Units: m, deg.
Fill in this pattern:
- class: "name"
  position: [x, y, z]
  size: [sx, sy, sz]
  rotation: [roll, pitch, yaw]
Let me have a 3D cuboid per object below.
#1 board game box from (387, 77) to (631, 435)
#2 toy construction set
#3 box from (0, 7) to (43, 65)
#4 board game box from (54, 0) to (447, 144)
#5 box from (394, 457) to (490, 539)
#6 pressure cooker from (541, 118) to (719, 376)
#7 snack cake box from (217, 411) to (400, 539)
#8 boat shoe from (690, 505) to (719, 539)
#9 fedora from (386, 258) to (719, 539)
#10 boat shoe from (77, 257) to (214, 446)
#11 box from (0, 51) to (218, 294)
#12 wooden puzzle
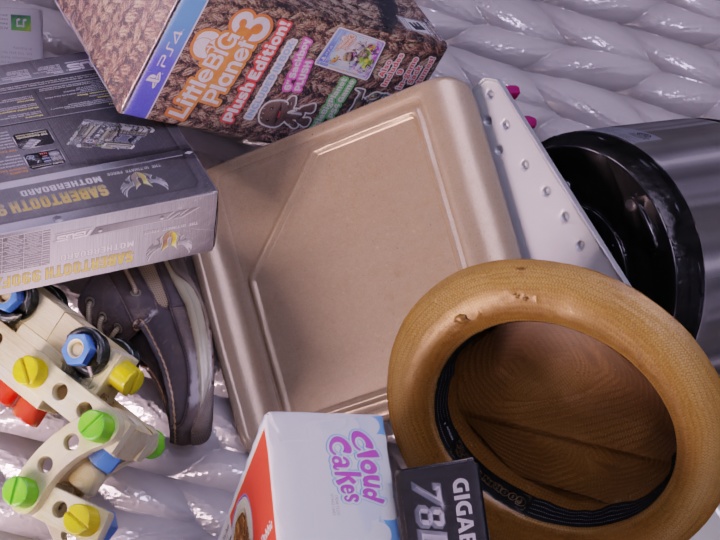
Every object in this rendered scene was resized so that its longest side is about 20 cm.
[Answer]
- class: "board game box"
  position: [0.073, 0.020, 1.372]
  size: [0.026, 0.200, 0.200]
  rotation: [-6, 59, -48]
- class: "toy construction set"
  position: [-0.198, 0.079, 1.313]
  size: [0.200, 0.092, 0.131]
  rotation: [33, 93, 13]
- class: "box"
  position: [-0.270, -0.081, 1.418]
  size: [0.144, 0.036, 0.200]
  rotation: [3, 58, -15]
- class: "board game box"
  position: [-0.075, -0.165, 1.423]
  size: [0.200, 0.097, 0.159]
  rotation: [9, 34, -38]
- class: "box"
  position: [0.059, 0.229, 1.196]
  size: [0.050, 0.199, 0.200]
  rotation: [-10, 61, 3]
- class: "pressure cooker"
  position: [0.194, -0.008, 1.417]
  size: [0.200, 0.179, 0.176]
  rotation: [-11, 58, -46]
- class: "snack cake box"
  position: [-0.032, 0.171, 1.238]
  size: [0.067, 0.200, 0.115]
  rotation: [1, 60, -13]
- class: "boat shoe"
  position: [0.201, 0.212, 1.320]
  size: [0.073, 0.062, 0.200]
  rotation: [-19, 75, -20]
- class: "fedora"
  position: [0.117, 0.073, 1.262]
  size: [0.201, 0.201, 0.082]
  rotation: [37, 30, 7]
- class: "boat shoe"
  position: [-0.136, 0.024, 1.381]
  size: [0.073, 0.075, 0.200]
  rotation: [-11, 54, -11]
- class: "box"
  position: [-0.205, -0.058, 1.345]
  size: [0.200, 0.048, 0.158]
  rotation: [-13, 45, -24]
- class: "wooden puzzle"
  position: [0.000, 0.000, 1.368]
  size: [0.200, 0.037, 0.185]
  rotation: [-19, 81, 21]
